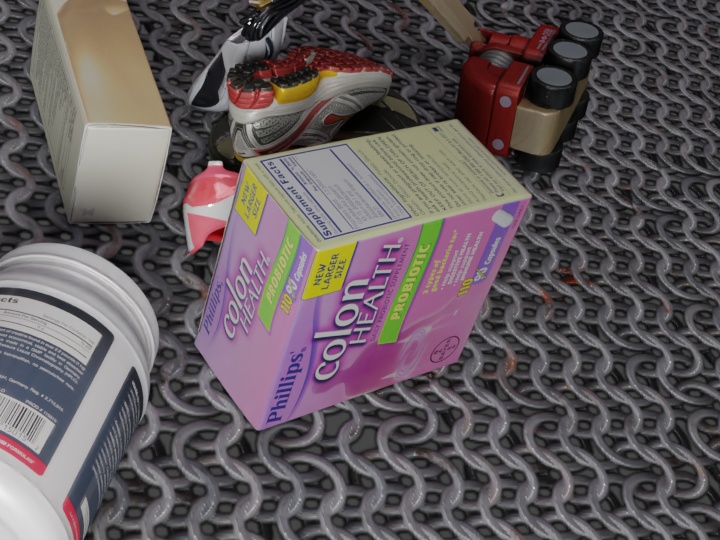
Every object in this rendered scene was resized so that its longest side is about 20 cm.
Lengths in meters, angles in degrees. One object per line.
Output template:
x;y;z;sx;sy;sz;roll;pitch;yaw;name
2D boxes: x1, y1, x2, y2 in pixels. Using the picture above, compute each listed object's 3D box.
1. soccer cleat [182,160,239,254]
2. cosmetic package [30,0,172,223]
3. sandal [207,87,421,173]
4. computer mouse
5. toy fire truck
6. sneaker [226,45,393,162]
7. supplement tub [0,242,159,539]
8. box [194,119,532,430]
-0.050;-0.034;1.083;0.198;0.067;0.077;11;69;-20;soccer cleat
-0.218;-0.141;1.087;0.070;0.106;0.201;-1;46;-25;cosmetic package
-0.043;-0.123;1.188;0.199;0.058;0.080;-14;55;-16;sandal
-0.089;-0.189;1.142;0.044;0.200;0.110;48;54;-1;computer mouse
0.130;-0.212;1.324;0.198;0.130;0.176;17;38;14;toy fire truck
-0.046;-0.140;1.116;0.077;0.083;0.199;23;29;31;sneaker
-0.210;0.091;0.795;0.139;0.141;0.201;20;39;-1;supplement tub
0.000;0.000;0.964;0.199;0.177;0.097;-14;50;-36;box
